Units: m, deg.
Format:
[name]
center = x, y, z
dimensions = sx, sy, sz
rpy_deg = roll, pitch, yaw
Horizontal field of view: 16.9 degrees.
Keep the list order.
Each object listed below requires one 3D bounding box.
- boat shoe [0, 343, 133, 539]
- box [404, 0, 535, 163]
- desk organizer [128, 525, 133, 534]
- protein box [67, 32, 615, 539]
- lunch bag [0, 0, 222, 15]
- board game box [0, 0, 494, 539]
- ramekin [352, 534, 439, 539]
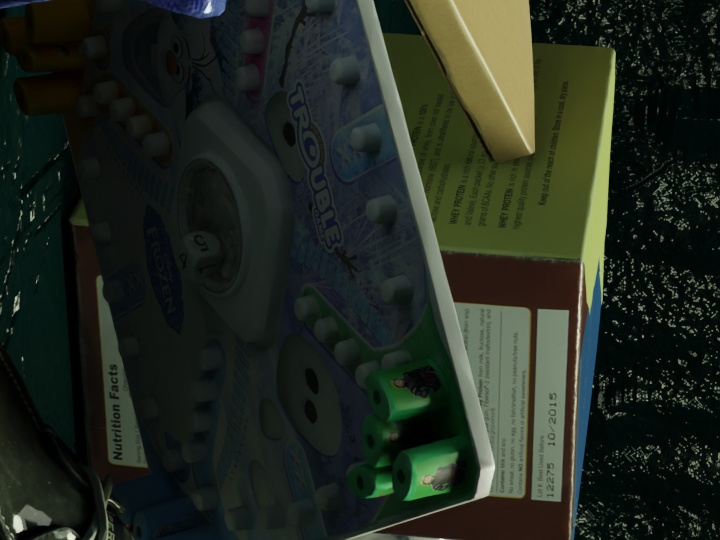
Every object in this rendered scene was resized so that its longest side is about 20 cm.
[boat shoe]
center = -0.104, 0.082, 0.756
dimensions = 0.201, 0.070, 0.072
rpy_deg = 86, 11, -49
[box]
center = 0.022, -0.165, 0.949
dimensions = 0.164, 0.021, 0.201
rpy_deg = -87, 153, -48
[desk organizer]
center = -0.065, 0.195, 1.104
dimensions = 0.072, 0.076, 0.201
rpy_deg = -72, 165, -60
[protein box]
center = 0.000, 0.000, 1.018
dimensions = 0.199, 0.198, 0.136
rpy_deg = -73, 165, -60
[lunch bag]
center = -0.080, -0.162, 0.583
dimensions = 0.200, 0.123, 0.171
rpy_deg = -110, -159, -72
[board game box]
center = -0.044, -0.013, 0.722
dimensions = 0.200, 0.026, 0.202
rpy_deg = -27, -104, 59
[ramekin]
center = 0.006, 0.097, 1.288
dimensions = 0.203, 0.094, 0.203
rpy_deg = 55, 20, -32
